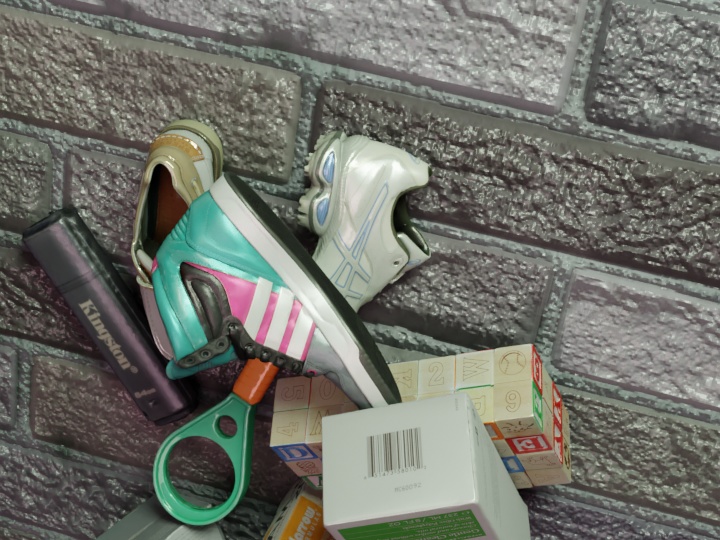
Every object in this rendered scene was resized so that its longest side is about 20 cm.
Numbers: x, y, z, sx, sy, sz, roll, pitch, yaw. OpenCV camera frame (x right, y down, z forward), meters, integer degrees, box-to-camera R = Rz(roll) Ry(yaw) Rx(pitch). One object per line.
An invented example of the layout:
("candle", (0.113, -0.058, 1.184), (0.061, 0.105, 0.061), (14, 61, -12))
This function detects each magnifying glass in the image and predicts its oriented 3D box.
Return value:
("magnifying glass", (-0.103, 0.118, 0.981), (0.080, 0.022, 0.200), (33, 104, 10))

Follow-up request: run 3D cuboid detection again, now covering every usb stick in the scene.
("usb stick", (-0.201, 0.039, 0.990), (0.055, 0.033, 0.200), (-24, 107, 24))

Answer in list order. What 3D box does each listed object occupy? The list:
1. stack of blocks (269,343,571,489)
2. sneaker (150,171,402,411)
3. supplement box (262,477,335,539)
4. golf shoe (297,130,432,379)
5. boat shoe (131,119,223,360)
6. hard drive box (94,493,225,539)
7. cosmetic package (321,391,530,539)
("stack of blocks", (0.047, 0.120, 0.917), (0.200, 0.059, 0.115), (-9, 145, 19))
("sneaker", (-0.072, 0.046, 0.833), (0.121, 0.084, 0.200), (-38, 97, 8))
("supplement box", (0.013, 0.259, 0.986), (0.200, 0.126, 0.074), (35, 120, -4))
("golf shoe", (0.000, 0.000, 0.894), (0.097, 0.078, 0.200), (10, 119, 4))
("boat shoe", (-0.143, -0.011, 0.929), (0.075, 0.068, 0.200), (7, 117, 12))
("hard drive box", (-0.170, 0.316, 1.040), (0.077, 0.156, 0.200), (4, 119, 46))
("cosmetic package", (0.053, 0.172, 0.862), (0.108, 0.085, 0.200), (-13, 143, 14))
